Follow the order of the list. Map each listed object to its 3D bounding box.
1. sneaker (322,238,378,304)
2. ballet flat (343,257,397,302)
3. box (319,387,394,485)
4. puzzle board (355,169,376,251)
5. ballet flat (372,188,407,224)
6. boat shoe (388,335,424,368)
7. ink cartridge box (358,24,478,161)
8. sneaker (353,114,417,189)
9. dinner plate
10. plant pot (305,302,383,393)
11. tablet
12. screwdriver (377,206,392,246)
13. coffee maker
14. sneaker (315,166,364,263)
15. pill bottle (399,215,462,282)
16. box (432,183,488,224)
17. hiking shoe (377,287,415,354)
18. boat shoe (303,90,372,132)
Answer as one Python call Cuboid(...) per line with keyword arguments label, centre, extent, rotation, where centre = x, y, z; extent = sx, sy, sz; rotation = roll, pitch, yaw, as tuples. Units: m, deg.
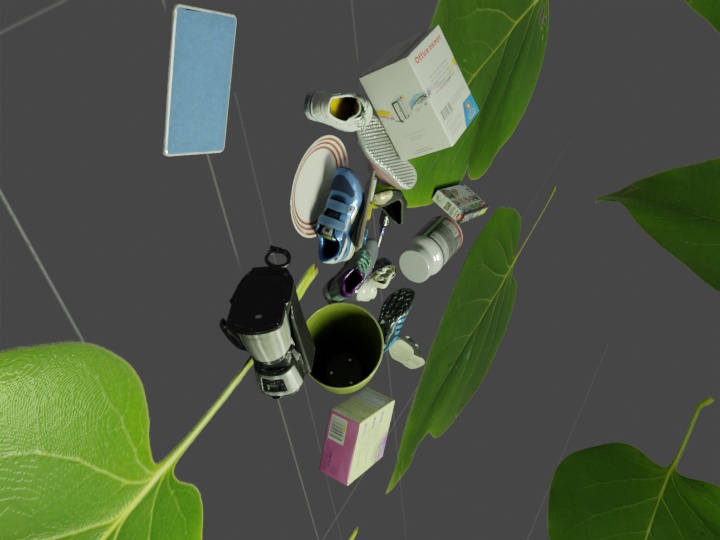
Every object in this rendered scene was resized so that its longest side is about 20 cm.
Cuboid(label="sneaker", centre=(0.000, 0.000, 1.480), extent=(0.075, 0.087, 0.201), rotation=(47, 57, -18))
Cuboid(label="ballet flat", centre=(0.024, 0.028, 1.574), extent=(0.199, 0.072, 0.075), rotation=(-34, 136, -45))
Cuboid(label="box", centre=(-0.008, 0.436, 1.759), extent=(0.198, 0.095, 0.181), rotation=(-15, 120, -59))
Cuboid(label="puzzle board", centre=(0.010, -0.120, 1.395), extent=(0.200, 0.017, 0.155), rotation=(166, -65, -86))
Cuboid(label="ballet flat", centre=(0.072, -0.147, 1.493), extent=(0.199, 0.065, 0.059), rotation=(14, 68, -71))
Cuboid(label="boat shoe", centre=(0.130, 0.229, 1.953), extent=(0.200, 0.070, 0.069), rotation=(44, 32, -55))
Cuboid(label="ink cartridge box", centre=(0.122, -0.364, 1.363), extent=(0.148, 0.142, 0.203), rotation=(-50, 118, -37))
Cuboid(label="sneaker", centre=(0.033, -0.254, 1.437), extent=(0.200, 0.104, 0.076), rotation=(46, 73, -29))
Cuboid(label="dinner plate", centre=(-0.085, -0.166, 1.301), extent=(0.200, 0.024, 0.205), rotation=(-41, 140, -46))
Cuboid(label="plant pot", centre=(-0.038, 0.198, 1.481), extent=(0.190, 0.183, 0.201), rotation=(-60, 166, -21))
Cuboid(label="tablet", centre=(-0.233, -0.270, 0.954), extent=(0.129, 0.013, 0.206), rotation=(-22, 126, -58))
Cuboid(label="screwdriver", centre=(0.050, -0.070, 1.621), extent=(0.028, 0.028, 0.206), rotation=(-50, 151, -70))
Cuboid(label="coffee maker", centre=(-0.150, 0.102, 1.223), extent=(0.194, 0.132, 0.203), rotation=(-54, 150, -32))
Cuboid(label="sneaker", centre=(-0.044, -0.104, 1.317), extent=(0.082, 0.073, 0.206), rotation=(-27, 129, -51))
Cuboid(label="pill bottle", centre=(0.192, -0.059, 1.809), extent=(0.200, 0.114, 0.119), rotation=(-42, 142, -44))
Cuboid(label="box", centre=(0.294, -0.198, 1.922), extent=(0.035, 0.110, 0.199), rotation=(-54, 163, 28))
Cuboid(label="hiking shoe", centre=(0.084, 0.137, 1.788), extent=(0.202, 0.073, 0.087), rotation=(-53, 157, -14))
Cuboid(label="boat shoe", centre=(-0.016, -0.306, 1.257), extent=(0.200, 0.084, 0.077), rotation=(-4, 105, -57))
